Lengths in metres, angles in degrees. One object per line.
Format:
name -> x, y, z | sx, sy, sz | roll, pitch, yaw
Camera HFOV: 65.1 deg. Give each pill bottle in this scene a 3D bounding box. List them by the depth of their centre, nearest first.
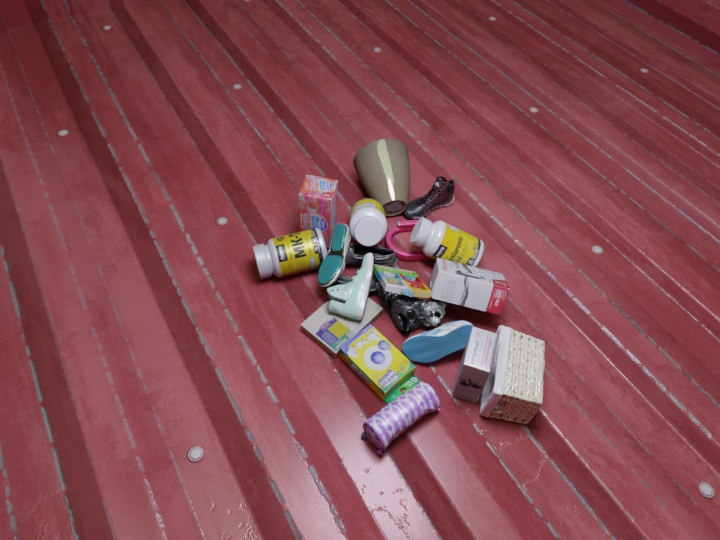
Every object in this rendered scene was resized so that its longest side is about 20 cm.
pill bottle -> -0.202, -0.045, 1.624 | 0.198, 0.115, 0.115 | -15, 53, -12
pill bottle -> 0.250, -0.078, 1.651 | 0.199, 0.111, 0.112 | 24, 50, -10
pill bottle -> 0.022, -0.140, 1.672 | 0.111, 0.113, 0.200 | 3, 20, -2

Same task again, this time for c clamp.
c clamp -> 0.000, 0.000, 1.656 | 0.198, 0.027, 0.171 | 14, 41, 4

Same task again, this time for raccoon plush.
raccoon plush -> 0.148, 0.079, 1.553 | 0.133, 0.097, 0.201 | -17, 65, -26

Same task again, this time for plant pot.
plant pot -> 0.085, -0.285, 1.819 | 0.186, 0.188, 0.201 | -7, 63, -10

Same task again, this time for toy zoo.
toy zoo -> 0.115, 0.033, 1.557 | 0.130, 0.021, 0.200 | 10, 17, -14

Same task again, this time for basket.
basket -> 0.380, 0.262, 1.402 | 0.122, 0.136, 0.201 | 14, 51, 4

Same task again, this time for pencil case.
pencil case -> 0.100, 0.349, 1.346 | 0.199, 0.084, 0.086 | -31, 94, -24

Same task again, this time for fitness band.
fitness band -> 0.175, -0.093, 1.744 | 0.198, 0.038, 0.144 | -4, 51, -7

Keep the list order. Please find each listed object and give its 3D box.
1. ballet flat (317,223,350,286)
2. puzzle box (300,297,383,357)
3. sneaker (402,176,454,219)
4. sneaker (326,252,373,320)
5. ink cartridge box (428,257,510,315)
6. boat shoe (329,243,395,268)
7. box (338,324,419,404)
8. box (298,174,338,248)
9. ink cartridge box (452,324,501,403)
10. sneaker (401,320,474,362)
ballet flat -> -0.064, -0.035, 1.590 | 0.069, 0.070, 0.201 | 12, 67, 6
puzzle box -> -0.050, 0.133, 1.547 | 0.133, 0.026, 0.200 | 36, 57, 23
sneaker -> 0.224, -0.248, 1.823 | 0.199, 0.116, 0.076 | -26, 56, -24
sneaker -> -0.030, 0.031, 1.554 | 0.117, 0.074, 0.202 | 11, 62, 6
ink cartridge box -> 0.297, 0.042, 1.562 | 0.198, 0.084, 0.147 | 14, 17, 1
boat shoe -> 0.008, -0.054, 1.653 | 0.198, 0.057, 0.067 | 11, 41, 0
box -> 0.050, 0.242, 1.451 | 0.117, 0.049, 0.200 | -34, 62, -27
box -> -0.125, -0.172, 1.679 | 0.102, 0.201, 0.095 | 10, 48, 3
ink cartridge box -> 0.284, 0.222, 1.384 | 0.067, 0.201, 0.116 | 16, 50, 9
sneaker -> 0.207, 0.187, 1.494 | 0.198, 0.081, 0.077 | -15, 96, 3
